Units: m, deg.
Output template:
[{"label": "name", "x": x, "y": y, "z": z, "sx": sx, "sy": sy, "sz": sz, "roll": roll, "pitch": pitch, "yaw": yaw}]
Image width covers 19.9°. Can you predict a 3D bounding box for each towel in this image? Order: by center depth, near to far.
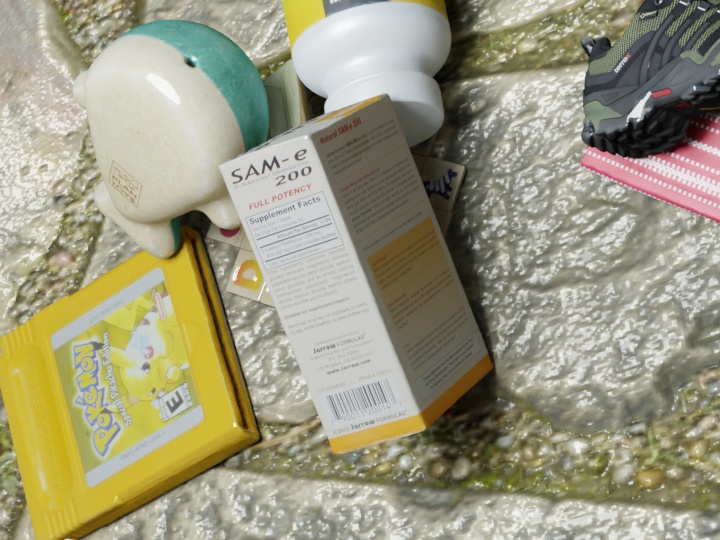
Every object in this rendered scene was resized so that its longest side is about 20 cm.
[{"label": "towel", "x": 0.238, "y": -0.134, "z": 1.314, "sx": 0.144, "sy": 0.022, "sz": 0.201, "roll": 25, "pitch": 93, "yaw": 33}]

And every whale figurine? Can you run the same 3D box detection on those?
[{"label": "whale figurine", "x": -0.129, "y": -0.093, "z": 1.438, "sx": 0.159, "sy": 0.200, "sz": 0.104, "roll": 39, "pitch": 56, "yaw": 10}]

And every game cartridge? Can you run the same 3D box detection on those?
[{"label": "game cartridge", "x": -0.180, "y": 0.088, "z": 1.519, "sx": 0.200, "sy": 0.032, "sz": 0.177, "roll": -30, "pitch": 62, "yaw": 22}]

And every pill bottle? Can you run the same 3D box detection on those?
[{"label": "pill bottle", "x": 0.002, "y": -0.188, "z": 1.428, "sx": 0.112, "sy": 0.112, "sz": 0.201, "roll": -22, "pitch": 66, "yaw": 26}]

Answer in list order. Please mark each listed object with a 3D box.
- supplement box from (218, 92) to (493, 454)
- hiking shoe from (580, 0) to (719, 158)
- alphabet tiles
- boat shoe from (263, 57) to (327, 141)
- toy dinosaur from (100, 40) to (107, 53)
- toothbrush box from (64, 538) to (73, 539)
[{"label": "supplement box", "x": 0.000, "y": 0.000, "z": 1.320, "sx": 0.073, "sy": 0.126, "sz": 0.201, "roll": -18, "pitch": 97, "yaw": 29}, {"label": "hiking shoe", "x": 0.213, "y": -0.146, "z": 1.266, "sx": 0.200, "sy": 0.076, "sz": 0.101, "roll": -22, "pitch": 64, "yaw": 36}, {"label": "alphabet tiles", "x": -0.020, "y": -0.048, "z": 1.468, "sx": 0.199, "sy": 0.006, "sz": 0.167, "roll": 17, "pitch": 87, "yaw": 36}, {"label": "boat shoe", "x": -0.044, "y": -0.054, "z": 1.442, "sx": 0.066, "sy": 0.074, "sz": 0.201, "roll": -24, "pitch": 54, "yaw": 32}, {"label": "toy dinosaur", "x": -0.148, "y": -0.110, "z": 1.545, "sx": 0.200, "sy": 0.047, "sz": 0.088, "roll": 23, "pitch": 97, "yaw": 47}, {"label": "toothbrush box", "x": -0.191, "y": 0.313, "z": 1.431, "sx": 0.146, "sy": 0.086, "sz": 0.200, "roll": -42, "pitch": 59, "yaw": 17}]
